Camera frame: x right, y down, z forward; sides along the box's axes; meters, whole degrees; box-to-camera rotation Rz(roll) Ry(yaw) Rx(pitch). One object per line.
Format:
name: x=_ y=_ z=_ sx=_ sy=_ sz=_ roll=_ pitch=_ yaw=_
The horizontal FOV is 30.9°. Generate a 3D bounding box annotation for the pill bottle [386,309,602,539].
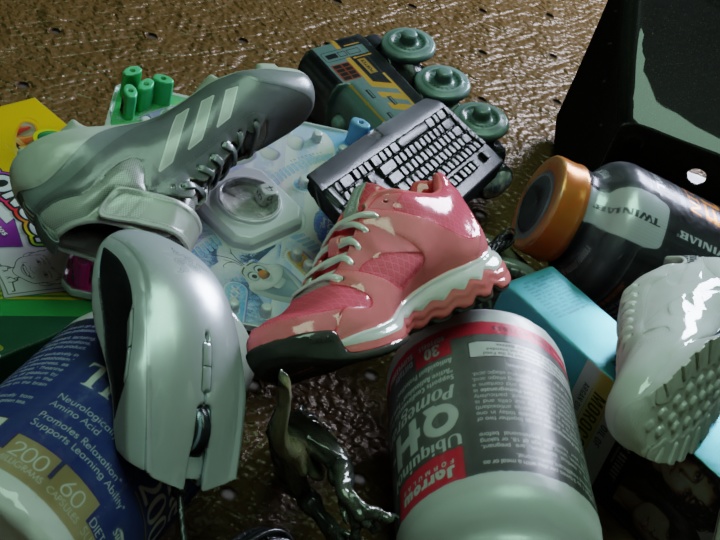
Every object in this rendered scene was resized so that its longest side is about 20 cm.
pill bottle: x=0.072 y=0.123 z=0.708 sx=0.110 sy=0.111 sz=0.201 roll=11 pitch=36 yaw=-10

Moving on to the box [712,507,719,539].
box: x=0.306 y=0.155 z=0.691 sx=0.200 sy=0.128 sz=0.109 roll=38 pitch=51 yaw=-12

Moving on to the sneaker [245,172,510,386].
sneaker: x=0.000 y=0.000 z=0.705 sx=0.200 sy=0.073 sz=0.087 roll=-24 pitch=92 yaw=-50

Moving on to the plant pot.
plant pot: x=0.259 y=-0.099 z=1.031 sx=0.198 sy=0.201 sz=0.178 roll=21 pitch=49 yaw=3

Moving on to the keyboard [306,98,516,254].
keyboard: x=0.050 y=-0.045 z=0.845 sx=0.127 sy=0.021 sz=0.200 roll=48 pitch=35 yaw=1

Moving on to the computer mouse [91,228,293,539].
computer mouse: x=-0.082 y=0.063 z=0.607 sx=0.109 sy=0.044 sz=0.201 roll=11 pitch=58 yaw=-44

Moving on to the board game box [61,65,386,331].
board game box: x=-0.070 y=-0.045 z=0.818 sx=0.198 sy=0.026 sz=0.201 roll=12 pitch=43 yaw=-9

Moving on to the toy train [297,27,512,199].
toy train: x=0.034 y=-0.118 z=1.038 sx=0.113 sy=0.086 sz=0.200 roll=-20 pitch=52 yaw=-25

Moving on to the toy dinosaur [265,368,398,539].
toy dinosaur: x=-0.023 y=0.106 z=0.688 sx=0.047 sy=0.200 sz=0.088 roll=-31 pitch=81 yaw=-7

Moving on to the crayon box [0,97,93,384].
crayon box: x=-0.215 y=-0.018 z=0.804 sx=0.200 sy=0.059 sz=0.172 roll=39 pitch=41 yaw=23

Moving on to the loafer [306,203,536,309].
loafer: x=0.026 y=-0.007 z=0.901 sx=0.199 sy=0.076 sz=0.070 roll=16 pitch=23 yaw=-8

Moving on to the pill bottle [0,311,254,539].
pill bottle: x=-0.134 y=0.089 z=0.659 sx=0.110 sy=0.111 sz=0.200 roll=27 pitch=37 yaw=10

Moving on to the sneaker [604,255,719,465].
sneaker: x=0.180 y=0.046 z=0.765 sx=0.080 sy=0.077 sz=0.200 roll=23 pitch=31 yaw=26

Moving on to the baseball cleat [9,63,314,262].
baseball cleat: x=-0.099 y=-0.055 z=0.760 sx=0.199 sy=0.070 sz=0.107 roll=-22 pitch=62 yaw=-24

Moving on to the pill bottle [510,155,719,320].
pill bottle: x=0.206 y=-0.009 z=0.914 sx=0.199 sy=0.106 sz=0.107 roll=24 pitch=34 yaw=-15

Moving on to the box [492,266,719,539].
box: x=0.160 y=0.093 z=0.814 sx=0.049 sy=0.083 sz=0.200 roll=-18 pitch=50 yaw=-38
